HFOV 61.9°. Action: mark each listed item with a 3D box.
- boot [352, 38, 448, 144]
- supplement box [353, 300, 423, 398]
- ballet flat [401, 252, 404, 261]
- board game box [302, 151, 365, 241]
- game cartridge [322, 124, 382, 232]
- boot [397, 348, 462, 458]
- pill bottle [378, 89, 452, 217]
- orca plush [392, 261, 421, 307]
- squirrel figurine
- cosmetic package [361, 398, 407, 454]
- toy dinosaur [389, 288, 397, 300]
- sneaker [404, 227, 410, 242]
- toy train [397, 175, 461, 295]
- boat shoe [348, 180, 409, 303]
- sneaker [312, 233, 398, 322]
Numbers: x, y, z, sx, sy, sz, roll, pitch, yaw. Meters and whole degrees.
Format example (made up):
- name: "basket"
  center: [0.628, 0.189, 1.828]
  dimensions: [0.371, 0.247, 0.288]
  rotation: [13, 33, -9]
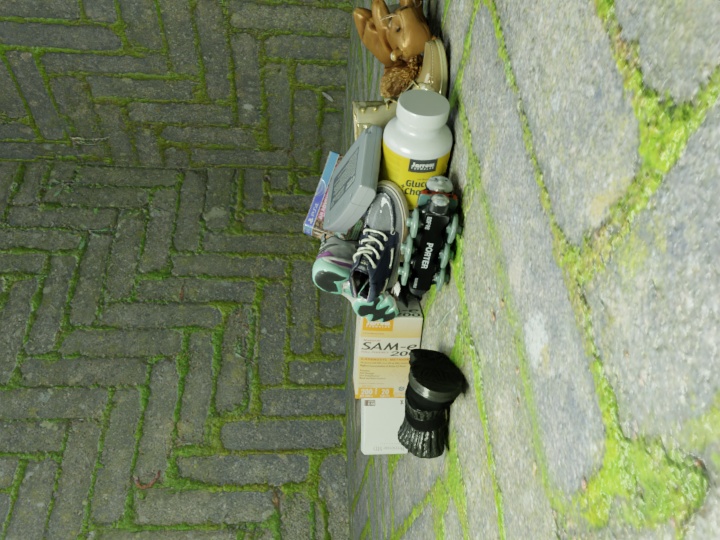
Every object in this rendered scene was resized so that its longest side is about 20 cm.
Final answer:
- name: "boot"
  center: [0.064, -0.293, 1.028]
  dimensions: [0.073, 0.154, 0.201]
  rotation: [-99, 12, -61]
- name: "supplement box"
  center: [0.053, 0.162, 1.225]
  dimensions: [0.074, 0.125, 0.201]
  rotation: [-99, 10, -63]
- name: "ballet flat"
  center: [0.073, -0.096, 1.356]
  dimensions: [0.071, 0.070, 0.201]
  rotation: [98, 170, -52]
- name: "board game box"
  center: [0.002, -0.123, 1.219]
  dimensions: [0.097, 0.199, 0.160]
  rotation: [135, 155, -81]
- name: "game cartridge"
  center: [-0.015, -0.143, 1.027]
  dimensions: [0.200, 0.041, 0.134]
  rotation: [143, 134, -64]
- name: "boot"
  center: [0.103, 0.219, 0.923]
  dimensions: [0.211, 0.079, 0.159]
  rotation: [-45, -37, -83]
- name: "pill bottle"
  center: [0.089, -0.185, 0.984]
  dimensions: [0.201, 0.111, 0.112]
  rotation: [96, 172, -45]
- name: "orca plush"
  center: [0.089, 0.005, 1.152]
  dimensions: [0.071, 0.105, 0.200]
  rotation: [-50, -9, 10]
- name: "squirrel figurine"
  center: [0.086, -0.413, 1.116]
  dimensions: [0.187, 0.141, 0.201]
  rotation: [-119, 15, -58]
- name: "cosmetic package"
  center: [0.052, 0.303, 1.336]
  dimensions: [0.074, 0.101, 0.201]
  rotation: [112, 157, -78]
- name: "toy dinosaur"
  center: [0.076, 0.094, 1.339]
  dimensions: [0.101, 0.058, 0.201]
  rotation: [-125, 37, -78]
- name: "sneaker"
  center: [0.079, -0.120, 1.117]
  dimensions: [0.200, 0.093, 0.070]
  rotation: [51, -178, -10]
- name: "toy train"
  center: [0.108, -0.054, 0.959]
  dimensions: [0.114, 0.085, 0.201]
  rotation: [-81, -1, -45]
- name: "boat shoe"
  center: [0.027, -0.040, 0.985]
  dimensions: [0.093, 0.074, 0.201]
  rotation: [-41, -41, -50]
- name: "sneaker"
  center: [0.000, 0.000, 1.119]
  dimensions: [0.078, 0.200, 0.140]
  rotation: [-29, 39, 31]
